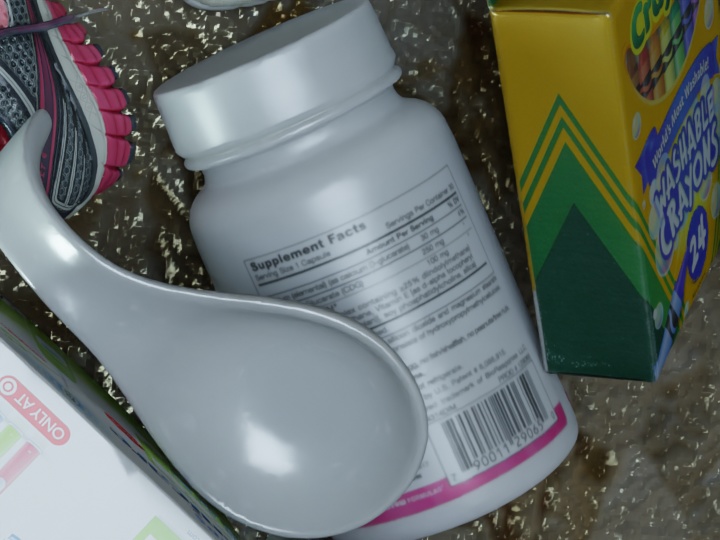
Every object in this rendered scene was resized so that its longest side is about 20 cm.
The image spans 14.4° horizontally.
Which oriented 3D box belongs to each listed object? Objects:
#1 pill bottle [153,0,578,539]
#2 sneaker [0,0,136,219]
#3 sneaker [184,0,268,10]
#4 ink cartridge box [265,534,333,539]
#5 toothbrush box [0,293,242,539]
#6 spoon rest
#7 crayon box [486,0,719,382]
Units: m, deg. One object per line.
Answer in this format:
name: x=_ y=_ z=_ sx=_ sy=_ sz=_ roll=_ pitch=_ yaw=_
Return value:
pill bottle: x=0.000 y=0.000 z=1.148 sx=0.113 sy=0.113 sz=0.200 roll=-25 pitch=100 yaw=-6
sneaker: x=-0.160 y=-0.108 z=1.111 sx=0.075 sy=0.081 sz=0.200 roll=-41 pitch=105 yaw=-48
sneaker: x=0.010 y=-0.168 z=1.147 sx=0.200 sy=0.081 sz=0.075 roll=-30 pitch=103 yaw=-4
ink cartridge box: x=0.027 y=0.176 z=1.132 sx=0.144 sy=0.200 sz=0.085 roll=27 pitch=88 yaw=-12
toothbrush box: x=-0.121 y=0.088 z=1.094 sx=0.146 sy=0.200 sz=0.086 roll=44 pitch=89 yaw=-11
spoon rest: x=-0.063 y=0.026 z=1.072 sx=0.200 sy=0.061 sz=0.099 roll=40 pitch=115 yaw=-6
crayon box: x=0.101 y=-0.073 z=1.113 sx=0.051 sy=0.126 sz=0.200 roll=4 pitch=127 yaw=23
